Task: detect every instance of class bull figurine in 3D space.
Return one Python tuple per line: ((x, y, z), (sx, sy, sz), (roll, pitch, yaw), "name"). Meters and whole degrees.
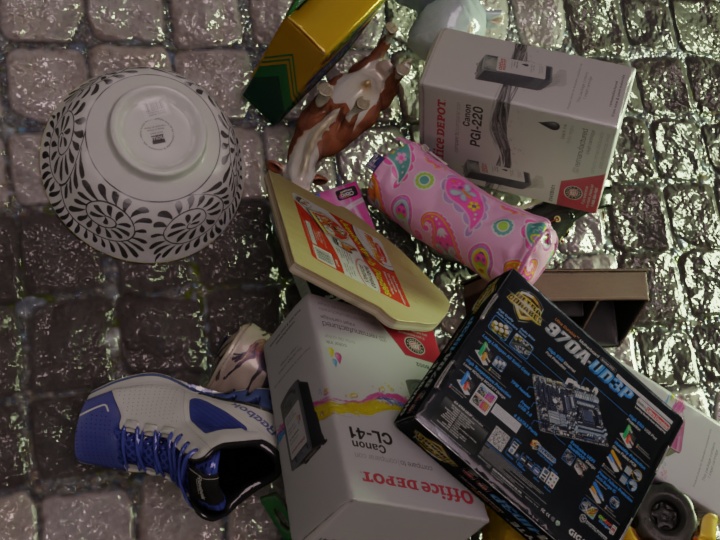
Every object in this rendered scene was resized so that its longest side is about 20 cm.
((-0.017, -0.162, 0.960), (0.065, 0.121, 0.201), (39, 59, -4), "bull figurine")

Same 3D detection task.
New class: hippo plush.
((0.059, -0.296, 1.032), (0.162, 0.158, 0.200), (62, 21, -16), "hippo plush")

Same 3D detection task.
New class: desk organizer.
((0.213, 0.043, 1.017), (0.197, 0.072, 0.078), (0, 78, -21), "desk organizer")

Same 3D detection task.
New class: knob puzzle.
((0.000, 0.000, 0.875), (0.218, 0.220, 0.031), (34, 109, -10), "knob puzzle")

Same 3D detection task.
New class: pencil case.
((0.098, -0.055, 0.945), (0.199, 0.088, 0.087), (35, 63, 25), "pencil case")
((-0.052, 0.133, 0.889), (0.199, 0.090, 0.078), (35, 38, -9), "pencil case")

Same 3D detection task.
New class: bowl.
((-0.195, -0.116, 0.890), (0.198, 0.094, 0.204), (6, 74, -20), "bowl")

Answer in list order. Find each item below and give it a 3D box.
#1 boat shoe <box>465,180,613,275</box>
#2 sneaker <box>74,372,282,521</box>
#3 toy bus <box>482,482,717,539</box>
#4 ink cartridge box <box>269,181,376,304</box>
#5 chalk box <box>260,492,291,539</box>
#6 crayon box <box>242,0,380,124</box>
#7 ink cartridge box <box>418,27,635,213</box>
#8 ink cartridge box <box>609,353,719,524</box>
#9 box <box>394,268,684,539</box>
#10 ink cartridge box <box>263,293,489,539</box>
((0.193, -0.049, 1.033), (0.199, 0.074, 0.064), (-19, 83, -19), "boat shoe")
((-0.147, 0.147, 0.795), (0.196, 0.115, 0.082), (1, 109, 0), "sneaker")
((0.198, 0.281, 0.821), (0.197, 0.136, 0.194), (11, 58, -1), "toy bus")
((-0.013, 0.017, 0.958), (0.094, 0.037, 0.202), (-19, 86, -25), "ink cartridge box")
((-0.019, 0.277, 0.838), (0.200, 0.124, 0.124), (44, 66, -4), "chalk box")
((-0.036, -0.233, 0.914), (0.052, 0.200, 0.126), (42, 66, -5), "crayon box")
((0.162, -0.151, 0.964), (0.198, 0.146, 0.085), (17, 61, 14), "ink cartridge box")
((0.241, 0.159, 0.900), (0.199, 0.144, 0.085), (32, 67, -10), "ink cartridge box")
((0.148, 0.123, 0.769), (0.199, 0.046, 0.159), (40, 65, -5), "box")
((0.009, 0.133, 0.795), (0.146, 0.086, 0.201), (18, 39, -33), "ink cartridge box")
